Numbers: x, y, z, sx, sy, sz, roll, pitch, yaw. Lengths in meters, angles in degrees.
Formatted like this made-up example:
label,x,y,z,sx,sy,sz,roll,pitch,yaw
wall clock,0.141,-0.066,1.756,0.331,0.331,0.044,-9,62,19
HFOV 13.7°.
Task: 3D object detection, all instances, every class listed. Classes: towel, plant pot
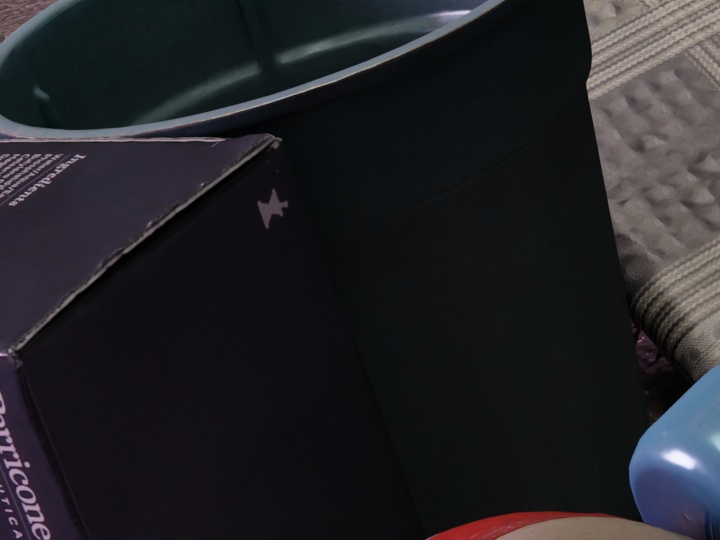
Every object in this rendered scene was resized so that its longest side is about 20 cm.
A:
label,x,y,z,sx,sy,sz,roll,pitch,yaw
towel,0.160,-0.052,1.071,0.200,0.035,0.193,-28,54,-13
plant pot,0.000,0.000,0.962,0.200,0.196,0.200,-15,22,6

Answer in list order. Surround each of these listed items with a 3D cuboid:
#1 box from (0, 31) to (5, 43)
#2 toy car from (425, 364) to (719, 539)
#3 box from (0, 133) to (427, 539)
label,x,y,z,sx,sy,sz,roll,pitch,yaw
box,-0.256,-0.019,1.327,0.152,0.107,0.200,5,32,44
toy car,0.030,0.133,0.696,0.184,0.177,0.200,-41,17,-21
box,-0.096,0.073,0.864,0.196,0.200,0.124,0,30,39
